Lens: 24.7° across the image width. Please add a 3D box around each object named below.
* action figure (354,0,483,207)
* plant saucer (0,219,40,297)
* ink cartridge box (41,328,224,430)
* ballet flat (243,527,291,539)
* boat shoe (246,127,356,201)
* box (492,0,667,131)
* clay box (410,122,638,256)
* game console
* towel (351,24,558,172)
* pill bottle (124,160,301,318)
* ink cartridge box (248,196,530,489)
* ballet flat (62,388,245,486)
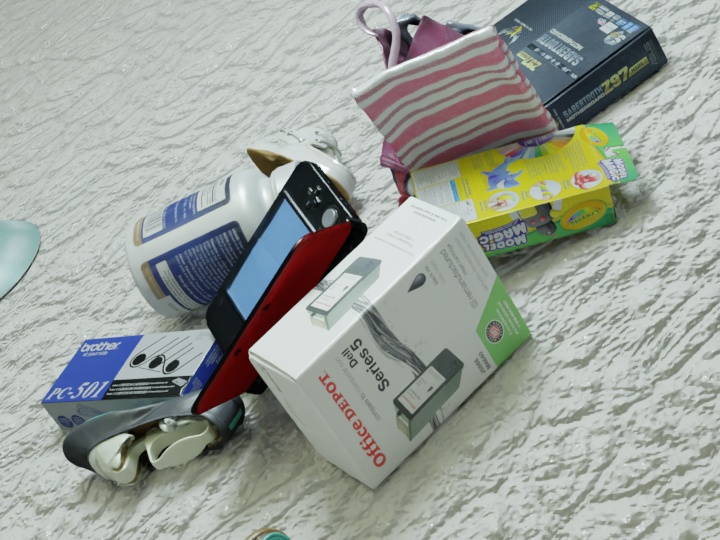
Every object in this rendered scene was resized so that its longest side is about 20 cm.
[{"bbox_3d":[0.059,-0.157,1.650,0.134,0.148,0.201,12,86,60],"label":"action figure"},{"bbox_3d":[-0.493,-0.005,2.052,0.200,0.039,0.201,-23,33,16],"label":"plant saucer"},{"bbox_3d":[-0.219,0.110,1.644,0.199,0.044,0.094,-6,40,38],"label":"ink cartridge box"},{"bbox_3d":[-0.124,0.288,1.311,0.072,0.068,0.200,-24,27,55],"label":"ballet flat"},{"bbox_3d":[-0.054,-0.125,1.781,0.069,0.071,0.200,-44,32,-13],"label":"boat shoe"},{"bbox_3d":[0.199,-0.217,1.693,0.157,0.051,0.200,-37,32,-2],"label":"box"},{"bbox_3d":[0.152,-0.072,1.518,0.199,0.048,0.115,-14,34,3],"label":"clay box"},{"bbox_3d":[-0.096,0.011,1.485,0.200,0.118,0.172,-56,45,20],"label":"game console"},{"bbox_3d":[0.098,-0.136,1.542,0.146,0.200,0.030,-25,49,14],"label":"towel"},{"bbox_3d":[-0.134,-0.037,1.699,0.199,0.111,0.111,-24,33,16],"label":"pill bottle"},{"bbox_3d":[0.026,0.061,1.389,0.200,0.146,0.084,-44,35,-15],"label":"ink cartridge box"},{"bbox_3d":[-0.200,0.162,1.538,0.199,0.073,0.073,-19,35,20],"label":"ballet flat"}]
